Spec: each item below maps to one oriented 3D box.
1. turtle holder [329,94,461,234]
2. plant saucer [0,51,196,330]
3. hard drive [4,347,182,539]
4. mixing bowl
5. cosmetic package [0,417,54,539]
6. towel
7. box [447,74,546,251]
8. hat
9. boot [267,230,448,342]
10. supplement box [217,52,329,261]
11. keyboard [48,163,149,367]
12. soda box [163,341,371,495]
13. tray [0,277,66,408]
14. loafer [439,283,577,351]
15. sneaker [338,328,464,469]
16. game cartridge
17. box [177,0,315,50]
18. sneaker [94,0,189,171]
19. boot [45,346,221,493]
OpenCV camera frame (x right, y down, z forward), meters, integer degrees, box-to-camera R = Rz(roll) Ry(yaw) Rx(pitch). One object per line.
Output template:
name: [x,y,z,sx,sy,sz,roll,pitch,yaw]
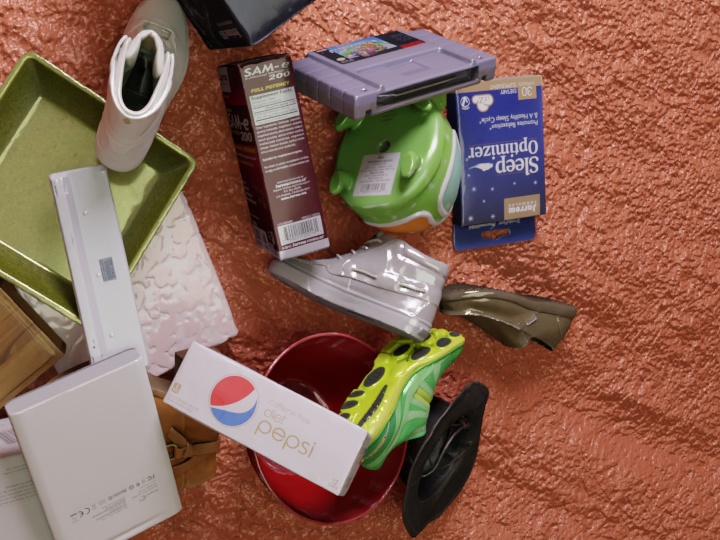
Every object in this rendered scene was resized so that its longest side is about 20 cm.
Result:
turtle holder: [0.045,-0.127,1.077,0.139,0.188,0.131,-28,141,20]
plant saucer: [-0.297,-0.076,0.963,0.198,0.048,0.202,32,80,-11]
hard drive: [-0.256,0.187,0.952,0.130,0.026,0.203,-23,125,-25]
mixing bowl: [-0.055,0.174,1.081,0.197,0.108,0.205,5,81,-32]
cosmetic package: [-0.354,0.260,0.978,0.107,0.084,0.204,-7,110,-50]
towel: [-0.250,0.026,1.032,0.197,0.032,0.194,-26,109,-15]
box: [0.166,-0.128,1.167,0.119,0.032,0.204,-9,104,-20]
hat: [0.076,0.212,1.158,0.200,0.080,0.203,-43,146,-39]
boot: [0.000,0.000,1.073,0.197,0.074,0.097,22,81,13]
supplement box: [-0.093,-0.122,1.024,0.060,0.109,0.204,-15,104,-17]
keyboard: [-0.254,0.001,0.943,0.055,0.011,0.204,-13,92,-19]
soda box: [-0.090,0.146,0.952,0.197,0.064,0.069,26,80,10]
tray: [-0.405,0.109,0.968,0.199,0.037,0.099,-40,111,-2]
loafer: [0.179,0.059,1.182,0.196,0.076,0.069,9,90,-22]
sneaker: [0.046,0.135,1.057,0.200,0.073,0.085,-43,131,-35]
game cartridge: [0.031,-0.214,1.023,0.198,0.129,0.039,-23,132,-34]
box: [-0.137,-0.327,0.921,0.117,0.196,0.201,-38,111,-9]
sneaker: [-0.198,-0.206,0.927,0.072,0.116,0.204,17,63,-16]
boot: [-0.233,0.171,1.020,0.196,0.074,0.158,-5,115,-24]
